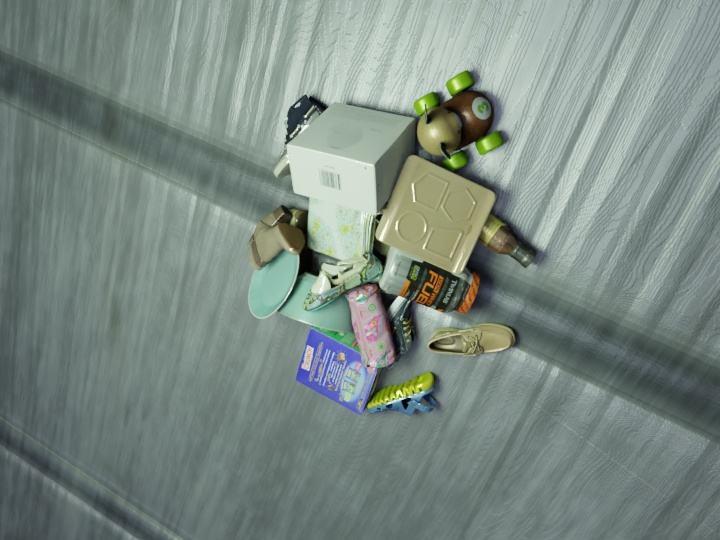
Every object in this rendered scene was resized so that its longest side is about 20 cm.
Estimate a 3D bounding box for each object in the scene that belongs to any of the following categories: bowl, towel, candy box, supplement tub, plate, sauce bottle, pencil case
[{"bbox_3d":[-0.092,0.069,1.339,0.199,0.201,0.106,17,93,17],"label":"bowl"},{"bbox_3d":[-0.047,-0.113,1.291,0.199,0.048,0.173,20,111,37],"label":"towel"},{"bbox_3d":[-0.049,0.241,1.424,0.198,0.077,0.171,25,116,13],"label":"candy box"},{"bbox_3d":[0.150,0.016,1.223,0.198,0.123,0.124,20,114,-4],"label":"supplement tub"},{"bbox_3d":[-0.202,0.021,1.337,0.025,0.202,0.200,25,126,-36],"label":"plate"},{"bbox_3d":[0.281,-0.079,1.189,0.199,0.066,0.066,38,117,6],"label":"sauce bottle"},{"bbox_3d":[0.023,0.130,1.283,0.086,0.087,0.202,-6,108,24],"label":"pencil case"}]

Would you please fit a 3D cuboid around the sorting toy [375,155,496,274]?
[{"bbox_3d":[0.152,-0.113,1.149,0.198,0.036,0.187,23,97,-4],"label":"sorting toy"}]

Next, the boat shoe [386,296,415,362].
[{"bbox_3d":[0.101,0.125,1.331,0.090,0.071,0.201,35,124,9],"label":"boat shoe"}]

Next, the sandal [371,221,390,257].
[{"bbox_3d":[0.026,-0.101,1.293,0.201,0.057,0.080,44,116,6],"label":"sandal"}]

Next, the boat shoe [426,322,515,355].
[{"bbox_3d":[0.251,0.166,1.277,0.198,0.064,0.072,-8,103,25],"label":"boat shoe"}]

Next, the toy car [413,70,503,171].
[{"bbox_3d":[0.173,-0.282,1.092,0.157,0.200,0.166,-26,96,28],"label":"toy car"}]

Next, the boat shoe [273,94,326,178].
[{"bbox_3d":[-0.150,-0.313,1.301,0.200,0.075,0.093,-42,81,20],"label":"boat shoe"}]

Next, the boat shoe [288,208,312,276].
[{"bbox_3d":[-0.166,-0.054,1.393,0.076,0.071,0.203,14,105,35],"label":"boat shoe"}]

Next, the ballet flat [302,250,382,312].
[{"bbox_3d":[-0.050,0.017,1.222,0.198,0.074,0.075,-28,95,0],"label":"ballet flat"}]

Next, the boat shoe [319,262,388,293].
[{"bbox_3d":[0.000,0.000,1.334,0.198,0.075,0.069,12,100,14],"label":"boat shoe"}]

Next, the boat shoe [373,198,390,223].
[{"bbox_3d":[0.111,-0.098,1.209,0.199,0.060,0.072,28,144,-23],"label":"boat shoe"}]

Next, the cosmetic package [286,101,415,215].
[{"bbox_3d":[-0.013,-0.239,1.166,0.197,0.201,0.124,18,138,22],"label":"cosmetic package"}]

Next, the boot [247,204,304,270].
[{"bbox_3d":[-0.206,-0.057,1.316,0.070,0.201,0.146,28,115,-33],"label":"boot"}]

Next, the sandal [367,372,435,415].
[{"bbox_3d":[0.106,0.325,1.386,0.198,0.079,0.088,-23,101,29],"label":"sandal"}]
